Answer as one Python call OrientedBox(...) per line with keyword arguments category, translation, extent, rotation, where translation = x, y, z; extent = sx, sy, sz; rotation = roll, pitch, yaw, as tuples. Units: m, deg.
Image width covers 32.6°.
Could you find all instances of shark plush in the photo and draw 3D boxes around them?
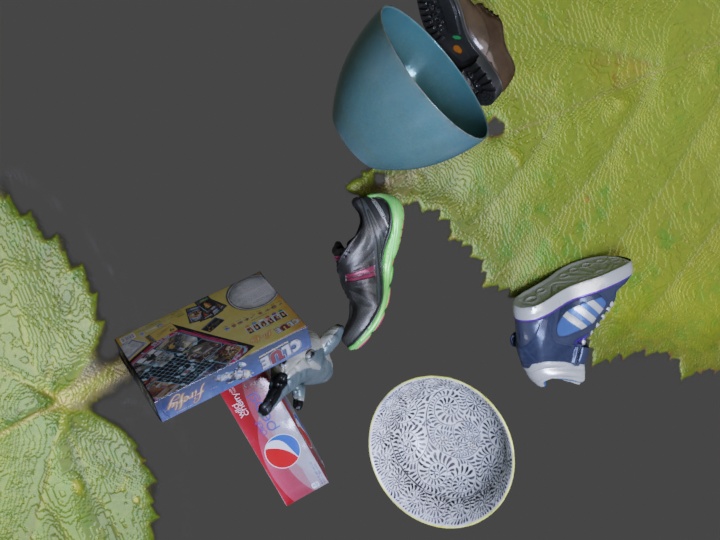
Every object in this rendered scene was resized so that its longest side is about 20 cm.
OrientedBox(category="shark plush", translation=(-0.069, 0.128, 1.487), extent=(0.089, 0.200, 0.085), rotation=(-2, 108, 7))

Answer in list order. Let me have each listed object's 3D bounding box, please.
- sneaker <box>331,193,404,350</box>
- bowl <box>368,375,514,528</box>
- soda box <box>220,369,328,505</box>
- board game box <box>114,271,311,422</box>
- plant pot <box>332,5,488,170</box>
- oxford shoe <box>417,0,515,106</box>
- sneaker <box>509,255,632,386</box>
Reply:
OrientedBox(category="sneaker", translation=(0.000, 0.000, 1.566), extent=(0.083, 0.077, 0.203), rotation=(11, 88, -6))
OrientedBox(category="bowl", translation=(0.117, 0.221, 1.601), extent=(0.094, 0.198, 0.204), rotation=(-29, 122, -64))
OrientedBox(category="soda box", translation=(-0.114, 0.186, 1.524), extent=(0.063, 0.070, 0.202), rotation=(-28, 106, 1))
OrientedBox(category="board game box", translation=(-0.175, 0.086, 1.458), extent=(0.198, 0.135, 0.035), rotation=(-25, 130, -18))
OrientedBox(category="plant pot", translation=(0.044, -0.201, 1.508), extent=(0.134, 0.201, 0.200), rotation=(-38, 113, 23))
OrientedBox(category="oxford shoe", translation=(0.136, -0.319, 1.590), extent=(0.084, 0.072, 0.201), rotation=(-43, 113, -29))
OrientedBox(category="sneaker", translation=(0.299, 0.078, 1.695), extent=(0.198, 0.080, 0.148), rotation=(-24, 113, -22))
